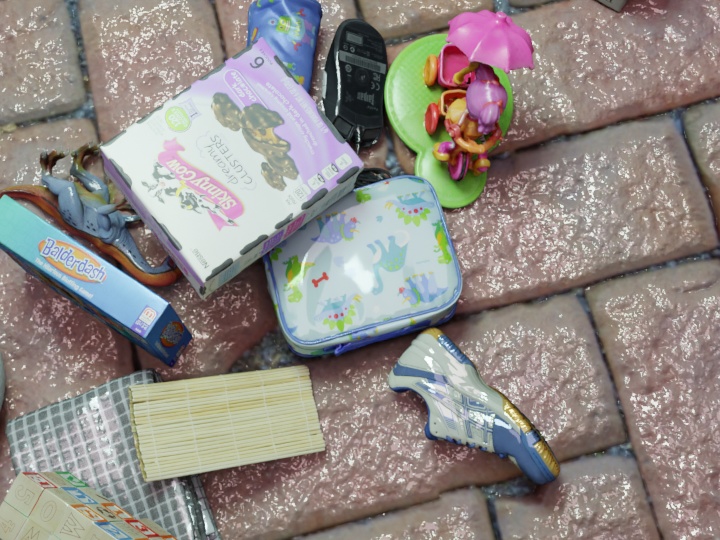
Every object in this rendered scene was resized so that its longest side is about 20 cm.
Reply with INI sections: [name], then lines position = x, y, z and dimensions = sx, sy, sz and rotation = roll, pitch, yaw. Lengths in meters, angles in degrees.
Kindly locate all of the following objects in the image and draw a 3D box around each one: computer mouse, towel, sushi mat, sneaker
[computer mouse]
position = -0.034, -0.179, 1.176
dimensions = 0.139, 0.046, 0.202
rotation = 3, 79, -34
[towel]
position = -0.247, 0.216, 1.071
dimensions = 0.164, 0.086, 0.201
rotation = -21, 76, -4
[sushi mat]
position = -0.131, 0.149, 1.075
dimensions = 0.198, 0.012, 0.096
rotation = -4, 69, -31
[sneaker]
position = 0.113, 0.154, 1.102
dimensions = 0.088, 0.075, 0.200
rotation = -45, 72, 1

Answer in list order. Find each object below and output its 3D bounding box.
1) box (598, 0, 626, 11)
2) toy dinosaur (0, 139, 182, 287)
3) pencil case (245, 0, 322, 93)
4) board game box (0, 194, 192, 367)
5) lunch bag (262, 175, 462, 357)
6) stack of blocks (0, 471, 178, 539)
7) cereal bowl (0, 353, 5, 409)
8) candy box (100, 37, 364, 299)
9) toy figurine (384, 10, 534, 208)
[box]
position = 0.273, -0.444, 1.220
dimensions = 0.198, 0.131, 0.201
rotation = 32, 78, 8
[toy dinosaur]
position = -0.273, -0.050, 1.167
dimensions = 0.199, 0.105, 0.183
rotation = -28, 85, 27
[pencil case]
position = -0.098, -0.210, 1.185
dimensions = 0.086, 0.078, 0.202
rotation = 17, 73, -24
[board game box]
position = -0.272, 0.015, 1.090
dimensions = 0.199, 0.152, 0.045
rotation = 32, 77, 8
[lunch bag]
position = 0.000, 0.000, 1.129
dimensions = 0.198, 0.083, 0.162
rotation = -16, 75, -4
[stack of blocks]
position = -0.215, 0.255, 0.962
dimensions = 0.199, 0.115, 0.059
rotation = 29, 87, 17
[cereal bowl]
position = -0.455, 0.120, 1.098
dimensions = 0.198, 0.083, 0.202
rotation = 0, 76, 1
[candy box]
position = -0.126, -0.100, 1.060
dimensions = 0.199, 0.072, 0.168
rotation = -38, 85, -16
[toy figurine]
position = 0.114, -0.182, 1.114
dimensions = 0.149, 0.184, 0.202
rotation = 3, 80, -10
